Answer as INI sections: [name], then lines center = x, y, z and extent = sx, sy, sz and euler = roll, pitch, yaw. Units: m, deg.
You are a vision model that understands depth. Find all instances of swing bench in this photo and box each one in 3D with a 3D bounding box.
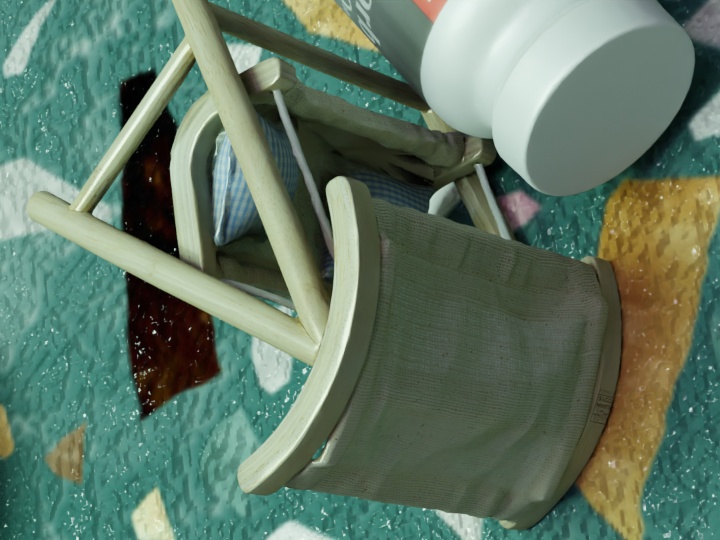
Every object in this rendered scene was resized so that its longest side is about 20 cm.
[swing bench]
center = 0.000, 0.000, 1.009
extent = 0.130, 0.198, 0.200
euler = -54, 55, 16

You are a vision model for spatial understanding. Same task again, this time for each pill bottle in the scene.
[pill bottle]
center = 0.055, -0.133, 1.046
extent = 0.116, 0.116, 0.200
euler = -52, 55, 17
